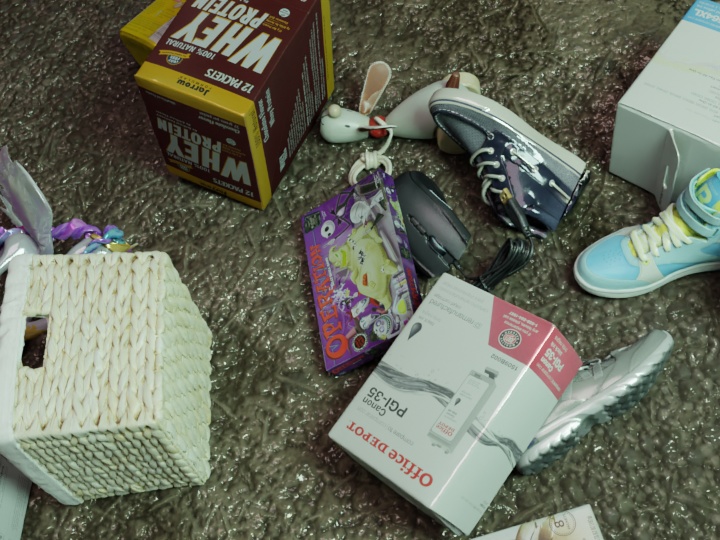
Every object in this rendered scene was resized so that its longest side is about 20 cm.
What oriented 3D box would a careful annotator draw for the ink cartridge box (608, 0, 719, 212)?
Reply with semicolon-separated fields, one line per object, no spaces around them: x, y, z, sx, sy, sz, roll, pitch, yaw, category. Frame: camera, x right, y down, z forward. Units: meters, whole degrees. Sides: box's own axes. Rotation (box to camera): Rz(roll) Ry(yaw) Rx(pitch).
0.364;-0.167;1.030;0.125;0.129;0.200;31;69;25;ink cartridge box

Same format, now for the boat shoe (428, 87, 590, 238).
0.150;-0.115;1.042;0.200;0.075;0.093;29;70;-1;boat shoe

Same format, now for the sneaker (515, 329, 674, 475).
0.215;0.109;0.925;0.200;0.075;0.082;-32;61;-9;sneaker

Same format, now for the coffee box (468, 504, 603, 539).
0.123;0.294;0.831;0.200;0.080;0.113;-17;59;0;coffee box

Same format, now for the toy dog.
0.052;-0.190;1.119;0.200;0.096;0.132;-22;58;-3;toy dog

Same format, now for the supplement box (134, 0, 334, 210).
-0.134;-0.217;1.100;0.133;0.197;0.200;22;66;11;supplement box

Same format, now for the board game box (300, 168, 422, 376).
0.000;0.000;1.028;0.120;0.032;0.200;-33;53;30;board game box

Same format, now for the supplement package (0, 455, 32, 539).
-0.429;0.282;0.920;0.155;0.111;0.200;-4;59;8;supplement package

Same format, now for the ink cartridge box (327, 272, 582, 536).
0.089;0.123;0.899;0.146;0.083;0.200;27;77;42;ink cartridge box

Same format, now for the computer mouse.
0.096;-0.055;1.027;0.140;0.046;0.200;-41;57;21;computer mouse

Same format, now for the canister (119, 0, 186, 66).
-0.201;-0.336;1.242;0.200;0.087;0.148;-43;40;-13;canister

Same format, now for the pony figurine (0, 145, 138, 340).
-0.379;-0.019;1.083;0.193;0.167;0.200;46;70;-4;pony figurine

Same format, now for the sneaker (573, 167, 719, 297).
0.314;-0.045;0.966;0.200;0.131;0.080;-17;60;1;sneaker

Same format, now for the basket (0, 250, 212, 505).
-0.246;0.104;0.942;0.161;0.200;0.199;-7;59;4;basket
